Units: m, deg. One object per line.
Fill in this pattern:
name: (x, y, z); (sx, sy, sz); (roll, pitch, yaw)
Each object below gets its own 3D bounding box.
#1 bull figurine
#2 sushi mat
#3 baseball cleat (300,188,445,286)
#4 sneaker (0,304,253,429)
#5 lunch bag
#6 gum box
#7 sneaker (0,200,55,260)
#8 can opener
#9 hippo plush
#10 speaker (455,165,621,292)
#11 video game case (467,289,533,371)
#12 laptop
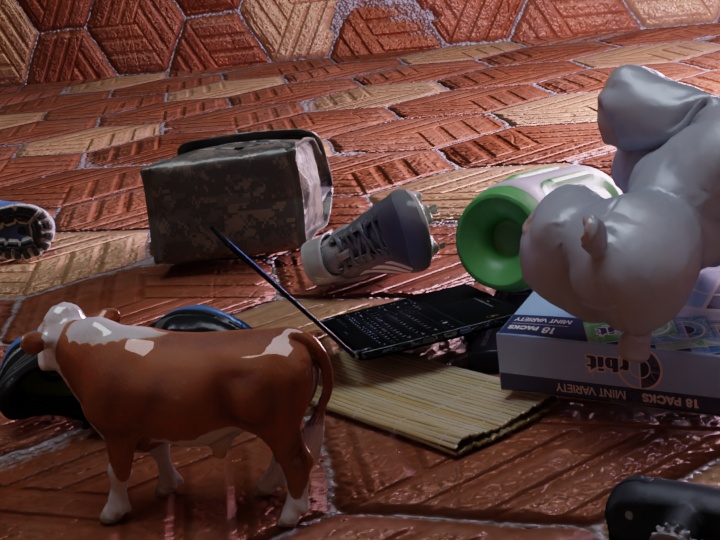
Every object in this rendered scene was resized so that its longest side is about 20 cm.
bull figurine: (-0.107, 0.079, 0.737); (0.197, 0.123, 0.065); (-1, 16, 23)
sushi mat: (0.032, 0.081, 0.862); (0.095, 0.012, 0.199); (-19, 19, -36)
baseball cleat: (0.005, -0.016, 1.092); (0.105, 0.071, 0.200); (-19, -6, -10)
sneaker: (-0.163, 0.076, 0.899); (0.196, 0.072, 0.083); (-7, 29, 8)
lunch bag: (-0.120, -0.082, 1.329); (0.161, 0.119, 0.200); (-6, 10, 8)
gum box: (0.204, 0.025, 0.848); (0.168, 0.045, 0.200); (5, 26, 29)
sneaker: (-0.440, -0.040, 1.436); (0.197, 0.080, 0.089); (-1, 8, -7)
can opener: (0.195, 0.124, 0.537); (0.198, 0.064, 0.078); (5, 19, 39)
hippo plush: (0.189, -0.015, 0.760); (0.161, 0.160, 0.199); (-46, 31, -18)
speaker: (0.152, -0.037, 1.045); (0.087, 0.090, 0.199); (2, 10, 30)
video game case: (0.186, 0.037, 0.932); (0.197, 0.019, 0.143); (-4, 16, 16)
laptop: (0.000, 0.000, 0.952); (0.197, 0.105, 0.177); (-14, 8, -9)
